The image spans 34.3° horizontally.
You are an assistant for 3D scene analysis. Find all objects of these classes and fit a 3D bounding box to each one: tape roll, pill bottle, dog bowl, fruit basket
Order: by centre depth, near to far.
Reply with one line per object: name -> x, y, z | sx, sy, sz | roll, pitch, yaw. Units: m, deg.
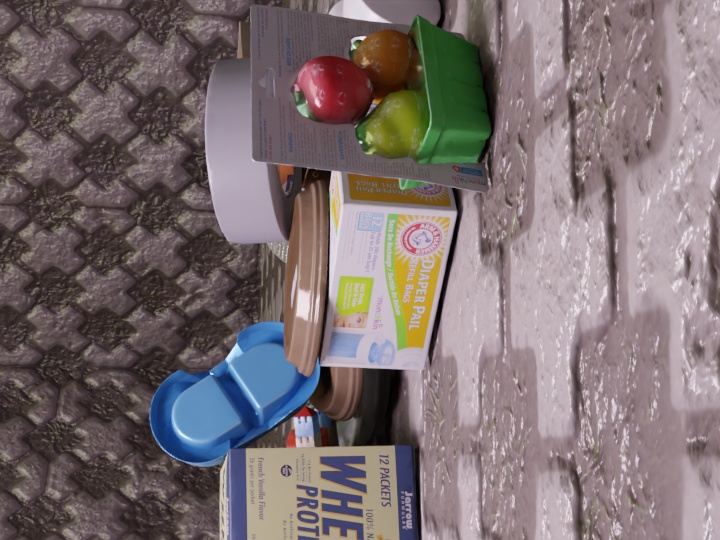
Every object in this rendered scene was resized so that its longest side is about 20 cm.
fruit basket -> 0.004, -0.144, 0.986 | 0.094, 0.198, 0.186 | 105, 164, -52
pill bottle -> 0.003, -0.212, 1.222 | 0.200, 0.113, 0.115 | 121, 152, -46
tape roll -> -0.113, -0.130, 1.274 | 0.200, 0.066, 0.202 | -2, -90, -82
dog bowl -> -0.136, 0.141, 1.294 | 0.112, 0.199, 0.050 | 52, 164, 21

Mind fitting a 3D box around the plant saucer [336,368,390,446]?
plant saucer -> 0.004, 0.128, 1.434 | 0.200, 0.050, 0.202 | -179, 90, -82

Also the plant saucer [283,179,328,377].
plant saucer -> -0.057, 0.007, 1.191 | 0.200, 0.029, 0.202 | -176, 90, -82

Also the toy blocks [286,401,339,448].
toy blocks -> -0.053, 0.232, 1.523 | 0.200, 0.099, 0.138 | -15, -82, -71

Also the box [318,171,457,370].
box -> 0.020, -0.011, 1.138 | 0.102, 0.111, 0.201 | -97, 12, -51

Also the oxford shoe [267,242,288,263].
oxford shoe -> -0.047, -0.009, 1.493 | 0.200, 0.075, 0.058 | 46, -150, -32

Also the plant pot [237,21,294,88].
plant pot -> -0.094, -0.233, 1.735 | 0.201, 0.175, 0.201 | -100, 14, -51

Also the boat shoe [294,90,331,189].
boat shoe -> -0.051, -0.189, 1.376 | 0.072, 0.067, 0.202 | -136, 38, -66

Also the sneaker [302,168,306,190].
sneaker -> -0.082, -0.096, 1.501 | 0.200, 0.072, 0.085 | 38, -118, -79

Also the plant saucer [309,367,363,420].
plant saucer -> -0.046, 0.075, 1.348 | 0.200, 0.029, 0.202 | 171, 90, -68

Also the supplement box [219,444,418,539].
supplement box -> -0.051, 0.271, 1.269 | 0.200, 0.198, 0.136 | 121, 148, -71
